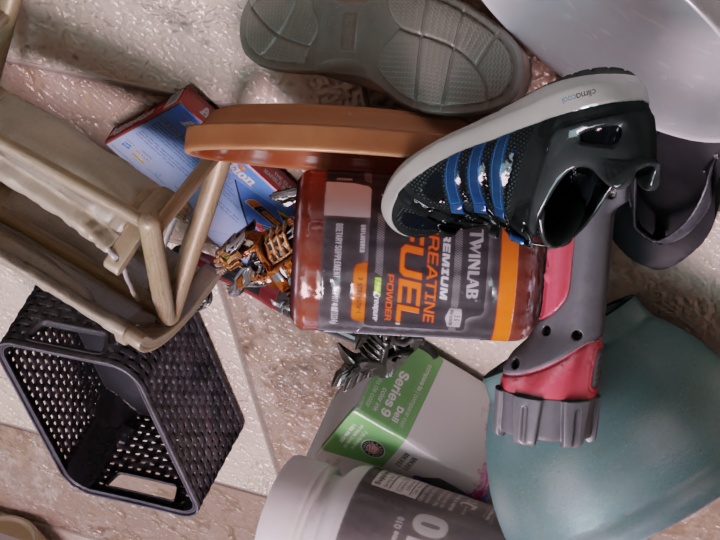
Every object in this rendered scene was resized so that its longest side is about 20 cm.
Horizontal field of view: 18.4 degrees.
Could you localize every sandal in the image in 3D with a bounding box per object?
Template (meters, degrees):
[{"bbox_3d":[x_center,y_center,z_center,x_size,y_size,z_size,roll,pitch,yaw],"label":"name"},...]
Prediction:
[{"bbox_3d":[0.191,-0.062,1.354,0.076,0.043,0.201,25,146,5],"label":"sandal"}]

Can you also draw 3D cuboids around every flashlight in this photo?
[{"bbox_3d":[0.121,0.005,1.363,0.067,0.202,0.068,-1,-171,-27],"label":"flashlight"}]

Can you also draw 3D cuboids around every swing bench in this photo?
[{"bbox_3d":[-0.201,-0.056,1.532,0.198,0.130,0.201,29,143,11],"label":"swing bench"}]

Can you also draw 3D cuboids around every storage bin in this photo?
[{"bbox_3d":[-0.191,0.096,1.790,0.134,0.094,0.201,10,142,25],"label":"storage bin"}]

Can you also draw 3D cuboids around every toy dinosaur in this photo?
[{"bbox_3d":[0.000,0.000,1.525,0.199,0.102,0.137,-3,111,37],"label":"toy dinosaur"}]

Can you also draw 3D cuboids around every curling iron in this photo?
[{"bbox_3d":[-0.061,0.028,1.630,0.199,0.026,0.050,17,108,10],"label":"curling iron"}]

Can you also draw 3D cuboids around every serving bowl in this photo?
[{"bbox_3d":[0.148,-0.158,1.215,0.199,0.066,0.200,34,166,10],"label":"serving bowl"}]

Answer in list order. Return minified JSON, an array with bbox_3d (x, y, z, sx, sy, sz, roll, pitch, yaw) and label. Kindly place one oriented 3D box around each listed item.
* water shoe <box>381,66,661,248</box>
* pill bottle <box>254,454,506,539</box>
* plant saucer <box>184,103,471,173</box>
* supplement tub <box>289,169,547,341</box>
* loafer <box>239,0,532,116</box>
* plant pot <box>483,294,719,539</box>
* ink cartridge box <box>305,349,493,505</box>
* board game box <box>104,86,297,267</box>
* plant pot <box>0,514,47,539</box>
[{"bbox_3d":[0.086,-0.045,1.266,0.071,0.079,0.200,1,158,-41],"label":"water shoe"},{"bbox_3d":[0.030,0.208,1.609,0.199,0.114,0.114,16,145,14],"label":"pill bottle"},{"bbox_3d":[-0.010,-0.082,1.392,0.199,0.033,0.200,3,179,0],"label":"plant saucer"},{"bbox_3d":[0.055,-0.009,1.439,0.198,0.108,0.107,2,144,-1],"label":"supplement tub"},{"bbox_3d":[0.022,-0.138,1.358,0.199,0.072,0.063,15,-174,29],"label":"loafer"},{"bbox_3d":[0.163,0.100,1.482,0.200,0.200,0.135,-27,91,51],"label":"plant pot"},{"bbox_3d":[0.070,0.153,1.687,0.199,0.088,0.145,30,146,-6],"label":"ink cartridge box"},{"bbox_3d":[-0.082,-0.046,1.591,0.200,0.020,0.103,43,145,-21],"label":"board game box"},{"bbox_3d":[-0.337,0.345,2.170,0.186,0.187,0.201,10,128,25],"label":"plant pot"}]
